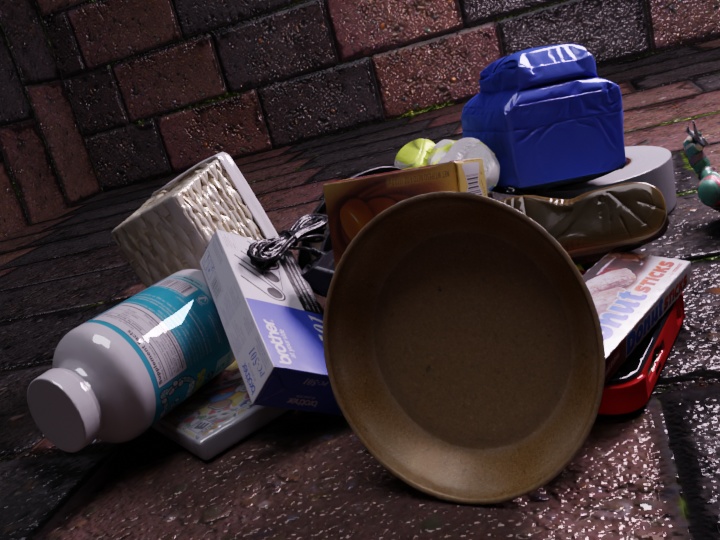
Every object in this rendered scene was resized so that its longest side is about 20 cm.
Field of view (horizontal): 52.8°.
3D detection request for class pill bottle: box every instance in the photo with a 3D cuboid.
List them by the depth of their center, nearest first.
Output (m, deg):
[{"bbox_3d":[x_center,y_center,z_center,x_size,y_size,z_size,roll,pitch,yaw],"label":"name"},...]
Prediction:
[{"bbox_3d":[-0.206,0.084,0.678,0.109,0.113,0.200,-5,19,33],"label":"pill bottle"}]

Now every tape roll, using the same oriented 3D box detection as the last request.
[{"bbox_3d":[0.314,-0.106,0.968,0.196,0.067,0.201,-15,17,5],"label":"tape roll"}]

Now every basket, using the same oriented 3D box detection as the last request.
[{"bbox_3d":[-0.184,-0.015,0.884,0.134,0.202,0.124,-22,17,29],"label":"basket"}]

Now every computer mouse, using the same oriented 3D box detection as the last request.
[{"bbox_3d":[0.000,0.000,0.706,0.197,0.047,0.140,17,28,20],"label":"computer mouse"}]

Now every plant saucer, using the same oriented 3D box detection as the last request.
[{"bbox_3d":[0.065,0.050,0.483,0.197,0.205,0.035,-5,3,31],"label":"plant saucer"}]

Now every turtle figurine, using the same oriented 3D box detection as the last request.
[{"bbox_3d":[0.429,-0.109,0.814,0.197,0.103,0.149,-8,25,-34],"label":"turtle figurine"}]

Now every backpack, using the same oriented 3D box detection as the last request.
[{"bbox_3d":[0.215,-0.183,0.898,0.159,0.172,0.200,-6,7,-9],"label":"backpack"}]

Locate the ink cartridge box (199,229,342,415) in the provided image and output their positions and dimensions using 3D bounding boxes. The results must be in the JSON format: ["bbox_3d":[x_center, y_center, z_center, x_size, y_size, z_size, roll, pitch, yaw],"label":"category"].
[{"bbox_3d":[-0.080,0.044,0.675,0.093,0.045,0.201,16,27,-36],"label":"ink cartridge box"}]

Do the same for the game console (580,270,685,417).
[{"bbox_3d":[0.171,0.049,0.619,0.174,0.032,0.199,6,26,33],"label":"game console"}]

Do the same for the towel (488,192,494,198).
[{"bbox_3d":[0.082,-0.113,1.089,0.195,0.033,0.191,2,-1,-5],"label":"towel"}]

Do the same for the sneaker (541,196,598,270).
[{"bbox_3d":[0.205,-0.033,0.812,0.197,0.081,0.130,-7,17,31],"label":"sneaker"}]

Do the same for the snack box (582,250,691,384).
[{"bbox_3d":[0.194,0.033,0.575,0.071,0.025,0.199,12,29,38],"label":"snack box"}]

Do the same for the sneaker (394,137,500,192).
[{"bbox_3d":[0.121,-0.104,0.888,0.076,0.106,0.200,-41,28,-6],"label":"sneaker"}]

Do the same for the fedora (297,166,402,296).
[{"bbox_3d":[0.026,-0.021,0.842,0.198,0.203,0.092,-25,49,-28],"label":"fedora"}]

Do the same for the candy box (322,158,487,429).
[{"bbox_3d":[0.045,0.025,0.549,0.115,0.204,0.056,-5,8,34],"label":"candy box"}]

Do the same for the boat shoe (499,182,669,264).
[{"bbox_3d":[0.197,-0.034,0.706,0.197,0.075,0.065,-4,-24,34],"label":"boat shoe"}]

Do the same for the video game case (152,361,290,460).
[{"bbox_3d":[-0.117,0.112,0.744,0.198,0.023,0.180,-28,20,-33],"label":"video game case"}]
